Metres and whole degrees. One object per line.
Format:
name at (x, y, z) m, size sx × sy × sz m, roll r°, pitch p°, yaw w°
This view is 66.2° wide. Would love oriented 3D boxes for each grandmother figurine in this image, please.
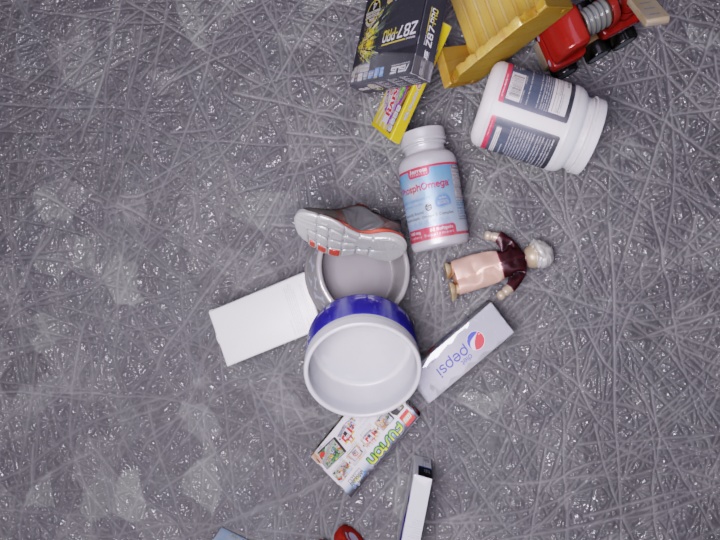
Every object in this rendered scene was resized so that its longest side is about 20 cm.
grandmother figurine at (0.248, -0.012, 0.988) m, size 0.193 × 0.061 × 0.126 m, roll -13°, pitch 88°, yaw 4°

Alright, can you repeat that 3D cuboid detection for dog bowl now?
dog bowl at (0.003, 0.145, 0.925) m, size 0.192 × 0.080 × 0.206 m, roll -1°, pitch 122°, yaw -1°
dog bowl at (0.000, 0.000, 0.978) m, size 0.193 × 0.059 × 0.208 m, roll 3°, pitch 79°, yaw -16°

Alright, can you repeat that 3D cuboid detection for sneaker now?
sneaker at (-0.017, -0.075, 0.931) m, size 0.193 × 0.078 × 0.084 m, roll 15°, pitch 50°, yaw -14°

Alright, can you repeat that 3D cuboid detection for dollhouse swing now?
dollhouse swing at (0.207, -0.440, 0.900) m, size 0.197 × 0.180 × 0.180 m, roll -27°, pitch 90°, yaw 43°

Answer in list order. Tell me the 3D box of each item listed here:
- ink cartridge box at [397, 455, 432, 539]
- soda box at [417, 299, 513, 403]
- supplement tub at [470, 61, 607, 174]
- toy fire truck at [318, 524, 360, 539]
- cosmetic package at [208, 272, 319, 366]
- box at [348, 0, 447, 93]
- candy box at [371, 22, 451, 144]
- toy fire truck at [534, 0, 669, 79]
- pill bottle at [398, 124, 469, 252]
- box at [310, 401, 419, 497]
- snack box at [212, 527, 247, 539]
ink cartridge box at (0.092, 0.450, 0.989) m, size 0.038 × 0.099 × 0.208 m, roll 12°, pitch 93°, yaw 5°
soda box at (0.176, 0.145, 0.993) m, size 0.199 × 0.063 × 0.069 m, roll -42°, pitch 86°, yaw 5°
supplement tub at (0.296, -0.255, 0.936) m, size 0.194 × 0.140 × 0.145 m, roll 20°, pitch 93°, yaw 6°
toy fire truck at (-0.019, 0.567, 0.968) m, size 0.199 × 0.168 × 0.113 m, roll 41°, pitch 95°, yaw 5°
cosmetic package at (-0.166, 0.088, 1.024) m, size 0.194 × 0.085 × 0.111 m, roll -20°, pitch 87°, yaw 7°
box at (0.062, -0.399, 0.946) m, size 0.048 × 0.198 × 0.167 m, roll 9°, pitch 95°, yaw -33°
candy box at (0.084, -0.332, 0.962) m, size 0.026 × 0.103 × 0.205 m, roll 17°, pitch 109°, yaw -25°
toy fire truck at (0.391, -0.398, 0.893) m, size 0.171 × 0.200 × 0.132 m, roll -25°, pitch 87°, yaw 6°
pill bottle at (0.125, -0.142, 0.974) m, size 0.105 × 0.109 × 0.208 m, roll -11°, pitch 89°, yaw 7°
box at (0.009, 0.305, 1.029) m, size 0.110 × 0.035 × 0.201 m, roll 41°, pitch 95°, yaw 5°
snack box at (-0.235, 0.627, 1.046) m, size 0.164 × 0.068 × 0.206 m, roll 21°, pitch 92°, yaw 6°
